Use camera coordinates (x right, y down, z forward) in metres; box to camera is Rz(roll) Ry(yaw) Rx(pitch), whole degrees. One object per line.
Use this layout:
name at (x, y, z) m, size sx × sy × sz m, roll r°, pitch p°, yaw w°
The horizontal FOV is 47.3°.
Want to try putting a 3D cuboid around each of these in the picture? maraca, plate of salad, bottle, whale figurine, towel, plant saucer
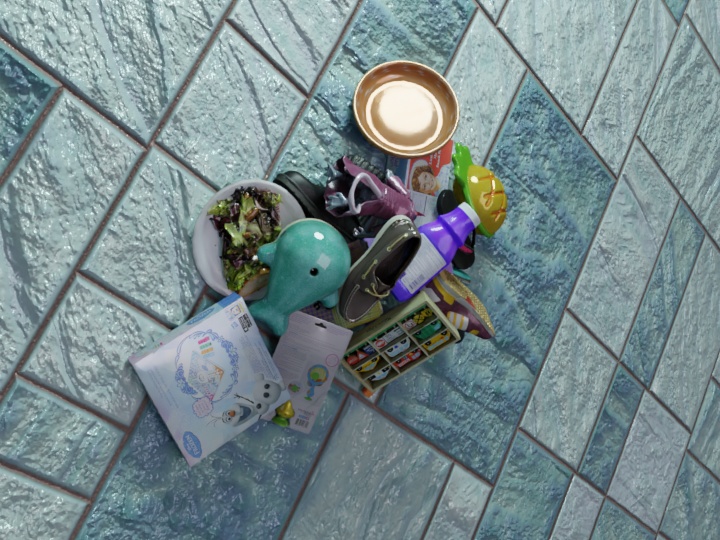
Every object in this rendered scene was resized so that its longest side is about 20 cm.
maraca at (0.229, -0.159, 1.643) m, size 0.202 × 0.106 × 0.138 m, roll 59°, pitch 28°, yaw -26°
plate of salad at (-0.174, -0.045, 1.336) m, size 0.197 × 0.048 × 0.204 m, roll -7°, pitch 109°, yaw -22°
bottle at (0.120, -0.037, 1.428) m, size 0.199 × 0.065 × 0.084 m, roll -41°, pitch 100°, yaw -3°
whale figurine at (-0.099, 0.017, 1.311) m, size 0.158 × 0.104 × 0.201 m, roll 36°, pitch 98°, yaw -18°
towel at (-0.064, 0.040, 1.422) m, size 0.197 × 0.023 × 0.146 m, roll -18°, pitch 105°, yaw -5°
plant saucer at (0.081, -0.289, 1.498) m, size 0.196 × 0.038 × 0.204 m, roll 3°, pitch 67°, yaw -7°

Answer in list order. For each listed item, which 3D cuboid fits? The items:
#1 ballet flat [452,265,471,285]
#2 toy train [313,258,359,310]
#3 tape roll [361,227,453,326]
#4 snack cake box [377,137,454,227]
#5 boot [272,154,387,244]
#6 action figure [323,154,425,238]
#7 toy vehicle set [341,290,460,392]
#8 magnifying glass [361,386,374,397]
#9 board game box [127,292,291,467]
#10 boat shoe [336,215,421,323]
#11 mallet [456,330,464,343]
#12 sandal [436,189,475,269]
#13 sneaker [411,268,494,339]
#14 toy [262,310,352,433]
ballet flat at (0.137, 0.003, 1.622) m, size 0.198 × 0.074 × 0.075 m, roll 28°, pitch 77°, yaw -36°
toy train at (0.000, 0.000, 1.389) m, size 0.199 × 0.046 × 0.034 m, roll -36°, pitch 127°, yaw -1°
tape roll at (0.070, 0.020, 1.512) m, size 0.197 × 0.066 × 0.204 m, roll -9°, pitch 116°, yaw -19°
snack cake box at (0.106, -0.165, 1.569) m, size 0.114 × 0.067 × 0.204 m, roll 10°, pitch 88°, yaw -37°
boot at (-0.048, -0.146, 1.437) m, size 0.211 × 0.079 × 0.159 m, roll 43°, pitch 70°, yaw -38°
action figure at (0.036, -0.123, 1.375) m, size 0.197 × 0.148 × 0.136 m, roll 19°, pitch 80°, yaw -29°
toy vehicle set at (0.065, 0.130, 1.467) m, size 0.198 × 0.027 × 0.124 m, roll -33°, pitch 127°, yaw 16°
magnifying glass at (0.080, 0.166, 1.548) m, size 0.200 × 0.022 × 0.079 m, roll -43°, pitch 147°, yaw 7°
board game box at (-0.236, 0.173, 1.312) m, size 0.197 × 0.043 × 0.203 m, roll -32°, pitch 113°, yaw -21°
boat shoe at (0.030, 0.007, 1.339) m, size 0.071 × 0.060 × 0.201 m, roll 27°, pitch 105°, yaw -34°
mallet at (0.115, 0.160, 1.634) m, size 0.198 × 0.066 × 0.042 m, roll -30°, pitch 111°, yaw -18°
sandal at (0.195, -0.072, 1.599) m, size 0.076 × 0.044 × 0.201 m, roll -63°, pitch 144°, yaw -32°
sneaker at (0.168, 0.076, 1.510) m, size 0.090 × 0.076 × 0.200 m, roll -35°, pitch 126°, yaw 17°
toy at (-0.105, 0.171, 1.419) m, size 0.113 × 0.047 × 0.203 m, roll 20°, pitch 98°, yaw -15°
